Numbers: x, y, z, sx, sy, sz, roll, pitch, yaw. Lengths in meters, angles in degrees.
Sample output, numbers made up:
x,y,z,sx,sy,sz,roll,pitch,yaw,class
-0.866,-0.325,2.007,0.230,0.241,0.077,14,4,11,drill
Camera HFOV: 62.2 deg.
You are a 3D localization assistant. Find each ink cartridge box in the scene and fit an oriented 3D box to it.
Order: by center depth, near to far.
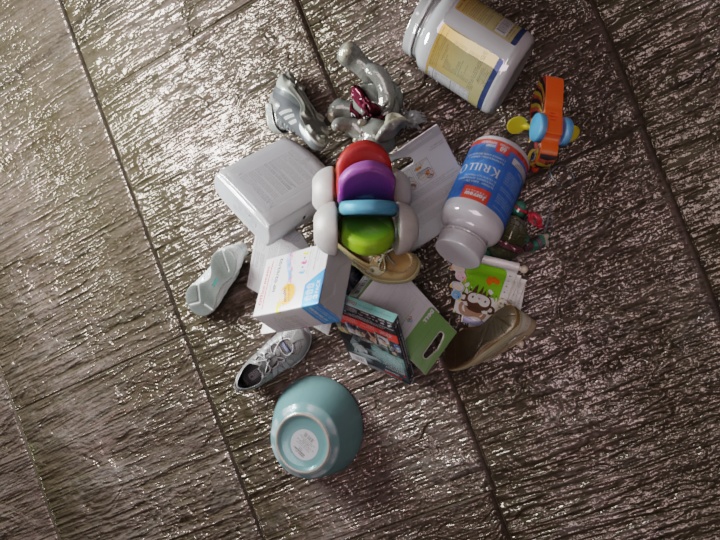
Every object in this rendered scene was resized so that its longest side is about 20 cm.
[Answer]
x,y,z,sx,sy,sz,roll,pitch,yaw,class
-0.116,0.035,1.041,0.195,0.067,0.119,-14,54,36,ink cartridge box
0.098,-0.140,1.091,0.196,0.044,0.176,-30,106,13,ink cartridge box
0.076,0.083,1.102,0.200,0.059,0.104,46,76,-18,ink cartridge box
-0.120,0.010,1.144,0.196,0.050,0.164,27,131,8,ink cartridge box

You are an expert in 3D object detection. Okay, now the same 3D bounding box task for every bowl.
x,y,z,sx,sy,sz,roll,pitch,yaw,class
-0.099,0.320,1.170,0.193,0.105,0.209,1,94,13,bowl

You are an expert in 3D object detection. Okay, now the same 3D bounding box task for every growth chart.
x,y,z,sx,sy,sz,roll,pitch,yaw,class
0.229,0.053,1.069,0.140,0.018,0.205,6,129,16,growth chart

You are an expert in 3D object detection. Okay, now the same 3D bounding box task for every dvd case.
x,y,z,sx,sy,sz,roll,pitch,yaw,class
0.020,0.123,1.079,0.142,0.203,0.022,19,56,30,dvd case

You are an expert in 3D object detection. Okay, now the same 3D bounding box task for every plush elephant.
x,y,z,sx,sy,sz,roll,pitch,yaw,class
0.014,-0.265,1.063,0.195,0.158,0.166,26,140,-4,plush elephant

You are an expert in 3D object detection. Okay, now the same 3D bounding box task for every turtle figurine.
x,y,z,sx,sy,sz,roll,pitch,yaw,class
0.255,-0.056,1.065,0.147,0.100,0.205,29,108,15,turtle figurine

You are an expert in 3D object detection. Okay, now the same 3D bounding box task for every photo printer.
x,y,z,sx,sy,sz,roll,pitch,yaw,class
-0.147,-0.156,1.111,0.166,0.198,0.070,43,145,16,photo printer

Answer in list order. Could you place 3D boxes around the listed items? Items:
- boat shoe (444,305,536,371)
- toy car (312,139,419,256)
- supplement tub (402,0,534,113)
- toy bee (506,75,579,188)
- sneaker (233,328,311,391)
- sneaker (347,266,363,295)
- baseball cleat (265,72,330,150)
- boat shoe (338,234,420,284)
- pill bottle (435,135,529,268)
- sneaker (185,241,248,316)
x,y,z,sx,sy,sz,roll,pitch,yaw,class
0.229,0.132,1.077,0.063,0.074,0.200,21,137,-27,boat shoe
0.008,-0.123,0.961,0.168,0.204,0.153,0,137,-7,toy car
0.183,-0.384,1.030,0.197,0.144,0.147,35,101,8,supplement tub
0.311,-0.226,1.040,0.128,0.109,0.205,26,69,-4,toy bee
-0.173,0.180,1.181,0.075,0.082,0.200,46,108,2,sneaker
-0.001,0.000,1.136,0.201,0.077,0.148,39,104,9,sneaker
-0.122,-0.279,1.131,0.107,0.068,0.204,-47,51,32,baseball cleat
0.011,-0.034,1.038,0.195,0.063,0.075,18,68,23,boat shoe
0.200,-0.111,0.995,0.109,0.113,0.204,23,70,10,pill bottle
-0.286,0.019,1.214,0.070,0.080,0.200,45,122,-1,sneaker
